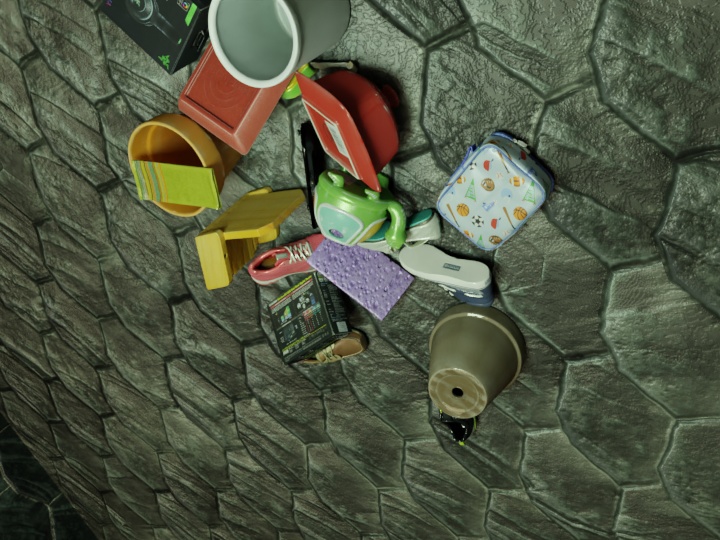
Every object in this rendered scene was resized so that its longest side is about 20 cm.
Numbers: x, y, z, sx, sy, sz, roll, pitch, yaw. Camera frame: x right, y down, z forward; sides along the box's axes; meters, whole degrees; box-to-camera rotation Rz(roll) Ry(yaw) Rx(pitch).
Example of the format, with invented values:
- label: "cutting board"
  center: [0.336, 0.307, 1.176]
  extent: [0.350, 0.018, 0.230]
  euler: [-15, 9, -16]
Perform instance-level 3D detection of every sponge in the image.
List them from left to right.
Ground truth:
- label: "sponge"
  center: [0.000, 0.000, 1.558]
  extent: [0.199, 0.112, 0.030]
  euler: [38, 176, 3]

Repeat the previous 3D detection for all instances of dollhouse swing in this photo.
- label: "dollhouse swing"
  center: [-0.207, -0.064, 1.572]
  extent: [0.174, 0.200, 0.183]
  euler: [11, 127, 24]

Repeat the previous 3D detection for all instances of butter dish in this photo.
- label: "butter dish"
  center: [0.003, -0.273, 1.337]
  extent: [0.199, 0.147, 0.201]
  euler: [46, 167, 44]

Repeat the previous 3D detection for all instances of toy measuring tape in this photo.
- label: "toy measuring tape"
  center: [-0.102, -0.350, 1.387]
  extent: [0.198, 0.074, 0.074]
  euler: [9, 126, 26]

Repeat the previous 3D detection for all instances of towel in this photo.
- label: "towel"
  center: [-0.359, -0.166, 1.465]
  extent: [0.198, 0.018, 0.087]
  euler: [9, 126, 26]

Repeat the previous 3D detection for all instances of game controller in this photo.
- label: "game controller"
  center: [-0.098, -0.185, 1.488]
  extent: [0.042, 0.105, 0.202]
  euler: [-2, 123, 6]

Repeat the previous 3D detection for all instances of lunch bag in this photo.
- label: "lunch bag"
  center: [0.234, -0.142, 1.330]
  extent: [0.160, 0.076, 0.200]
  euler: [42, 134, 2]

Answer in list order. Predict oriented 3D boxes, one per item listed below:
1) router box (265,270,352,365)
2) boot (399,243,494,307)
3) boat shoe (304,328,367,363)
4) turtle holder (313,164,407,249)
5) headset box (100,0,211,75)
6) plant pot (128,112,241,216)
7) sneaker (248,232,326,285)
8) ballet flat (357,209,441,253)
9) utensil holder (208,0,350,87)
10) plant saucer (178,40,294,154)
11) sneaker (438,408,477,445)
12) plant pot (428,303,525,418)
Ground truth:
- label: "router box"
  center: [-0.118, 0.106, 1.687]
  extent: [0.199, 0.062, 0.151]
  euler: [-33, 69, 42]
- label: "boot"
  center: [0.169, 0.015, 1.489]
  extent: [0.199, 0.073, 0.091]
  euler: [21, 150, 32]
- label: "boat shoe"
  center: [-0.075, 0.185, 1.754]
  extent: [0.198, 0.074, 0.076]
  euler: [-11, 116, 37]
- label: "turtle holder"
  center: [-0.002, -0.118, 1.443]
  extent: [0.184, 0.141, 0.133]
  euler: [13, 116, -17]
- label: "headset box"
  center: [-0.368, -0.500, 1.432]
  extent: [0.200, 0.093, 0.174]
  euler: [43, 134, -3]
- label: "plant pot"
  center: [-0.333, -0.240, 1.534]
  extent: [0.198, 0.183, 0.202]
  euler: [16, 128, 21]
- label: "sneaker"
  center: [-0.144, -0.023, 1.588]
  extent: [0.198, 0.087, 0.074]
  euler: [-23, 79, 4]
- label: "ballet flat"
  center: [0.073, -0.066, 1.494]
  extent: [0.198, 0.070, 0.070]
  euler: [-13, 115, 33]
- label: "utensil holder"
  center: [-0.128, -0.419, 1.263]
  extent: [0.168, 0.200, 0.171]
  euler: [15, 126, 22]
- label: "plant saucer"
  center: [-0.236, -0.347, 1.392]
  extent: [0.199, 0.037, 0.201]
  euler: [36, 97, 25]
- label: "sneaker"
  center: [0.203, 0.294, 1.653]
  extent: [0.071, 0.083, 0.201]
  euler: [-12, 114, 37]
- label: "plant pot"
  center: [0.213, 0.192, 1.499]
  extent: [0.198, 0.174, 0.202]
  euler: [11, 121, 19]
